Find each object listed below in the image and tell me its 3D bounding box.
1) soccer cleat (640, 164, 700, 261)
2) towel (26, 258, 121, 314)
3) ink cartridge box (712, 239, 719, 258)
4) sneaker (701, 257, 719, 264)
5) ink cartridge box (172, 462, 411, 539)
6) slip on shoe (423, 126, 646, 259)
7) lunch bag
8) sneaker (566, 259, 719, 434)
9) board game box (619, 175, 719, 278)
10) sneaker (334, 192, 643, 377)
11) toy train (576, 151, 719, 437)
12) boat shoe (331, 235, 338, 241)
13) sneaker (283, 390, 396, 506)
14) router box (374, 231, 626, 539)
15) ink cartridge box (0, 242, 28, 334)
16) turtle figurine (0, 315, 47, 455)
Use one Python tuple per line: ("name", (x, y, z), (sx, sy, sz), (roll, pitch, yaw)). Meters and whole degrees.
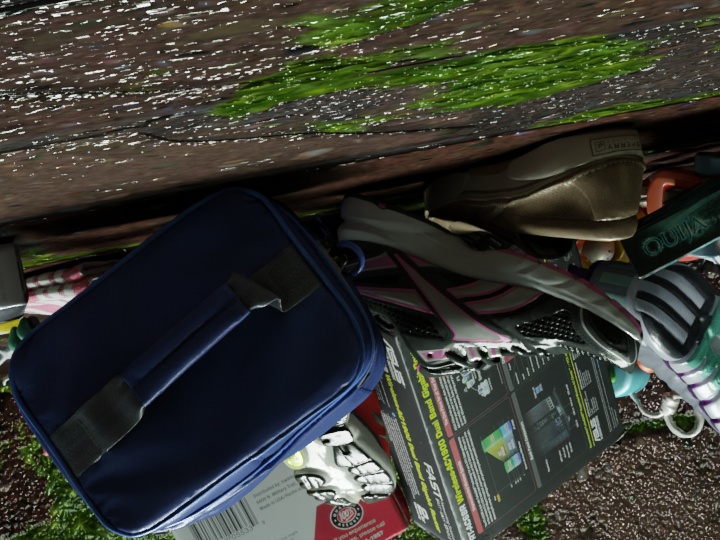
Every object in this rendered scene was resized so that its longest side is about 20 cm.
("soccer cleat", (0.268, -0.051, 1.404), (0.085, 0.069, 0.199), (-1, 167, -43))
("towel", (-0.204, 0.020, 1.424), (0.199, 0.030, 0.146), (-13, 175, 40))
("ink cartridge box", (0.330, -0.037, 1.226), (0.199, 0.085, 0.146), (-27, 179, -5))
("sneaker", (0.253, -0.034, 1.561), (0.070, 0.074, 0.200), (-14, 176, 9))
("ink cartridge box", (-0.075, 0.109, 1.363), (0.145, 0.201, 0.083), (-26, -170, 3))
("slip on shoe", (0.101, -0.035, 1.185), (0.076, 0.061, 0.200), (-8, 176, -31))
("lunch bag", (-0.079, 0.047, 1.093), (0.200, 0.136, 0.132), (-39, 175, 5))
("sneaker", (0.214, 0.048, 1.325), (0.087, 0.075, 0.200), (18, 159, 46))
("board game box", (0.226, -0.046, 1.214), (0.135, 0.028, 0.200), (-29, 179, 11))
("sneaker", (0.069, 0.028, 1.188), (0.199, 0.087, 0.080), (20, 180, 20))
("toy train", (0.190, 0.011, 1.382), (0.055, 0.202, 0.150), (-6, -161, -38))
("boat shoe", (0.000, 0.000, 1.406), (0.074, 0.063, 0.200), (-26, -163, -5))
("sneaker", (-0.034, 0.065, 1.244), (0.076, 0.085, 0.201), (-11, 138, 12))
("router box", (0.084, 0.067, 1.328), (0.149, 0.201, 0.062), (-35, -143, -23))
("ink cartridge box", (-0.297, 0.028, 1.184), (0.198, 0.047, 0.198), (-12, 178, -11))
("turtle figurine", (-0.143, 0.050, 1.236), (0.199, 0.101, 0.150), (-33, 179, 6))
